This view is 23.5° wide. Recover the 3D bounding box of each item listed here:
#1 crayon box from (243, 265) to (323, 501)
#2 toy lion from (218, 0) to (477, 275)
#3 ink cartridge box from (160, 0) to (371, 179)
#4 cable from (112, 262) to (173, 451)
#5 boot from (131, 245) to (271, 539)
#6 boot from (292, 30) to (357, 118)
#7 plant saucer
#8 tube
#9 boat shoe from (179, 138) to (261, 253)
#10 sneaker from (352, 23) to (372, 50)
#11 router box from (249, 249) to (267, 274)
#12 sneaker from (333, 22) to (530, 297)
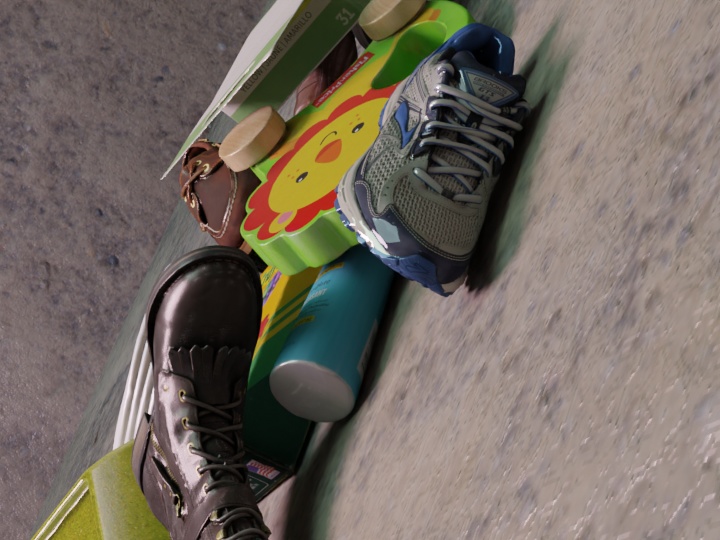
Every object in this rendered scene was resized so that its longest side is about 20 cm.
[{"bbox_3d":[-0.050,0.049,1.136,0.127,0.051,0.201,-47,20,61],"label":"crayon box"},{"bbox_3d":[0.004,-0.084,1.055,0.200,0.069,0.192,-44,24,-5],"label":"toy lion"},{"bbox_3d":[-0.053,-0.147,1.192,0.146,0.048,0.201,-44,17,39],"label":"ink cartridge box"},{"bbox_3d":[-0.131,0.092,1.281,0.200,0.069,0.201,95,-169,-78],"label":"cable"},{"bbox_3d":[-0.073,0.108,0.947,0.174,0.069,0.201,-118,34,-52],"label":"boot"},{"bbox_3d":[-0.034,-0.083,1.362,0.187,0.064,0.201,78,-164,-68],"label":"boot"},{"bbox_3d":[-0.185,0.229,1.130,0.200,0.048,0.200,-51,36,23],"label":"plant saucer"},{"bbox_3d":[0.000,0.000,1.031,0.077,0.050,0.201,-39,21,43],"label":"tube"},{"bbox_3d":[-0.112,-0.062,1.379,0.200,0.070,0.071,-128,60,-76],"label":"boat shoe"},{"bbox_3d":[0.042,-0.231,1.289,0.200,0.111,0.078,68,-156,-57],"label":"sneaker"},{"bbox_3d":[-0.114,0.034,1.490,0.201,0.052,0.158,-58,11,30],"label":"router box"},{"bbox_3d":[0.043,-0.068,0.883,0.085,0.077,0.200,-53,15,32],"label":"sneaker"}]
